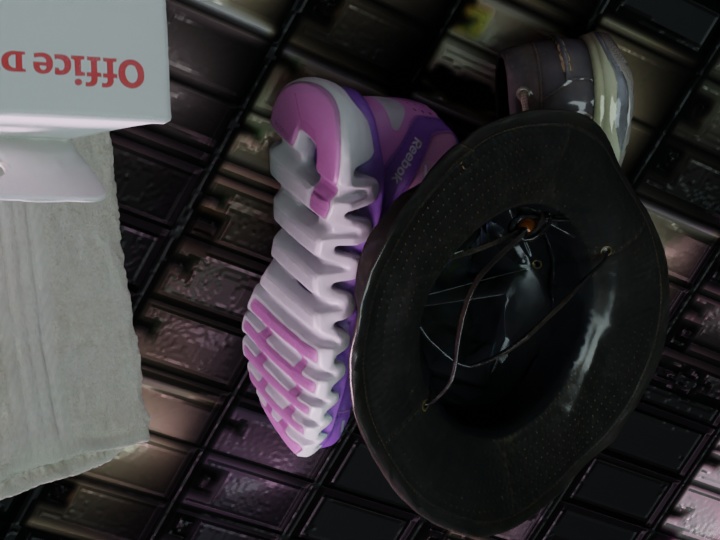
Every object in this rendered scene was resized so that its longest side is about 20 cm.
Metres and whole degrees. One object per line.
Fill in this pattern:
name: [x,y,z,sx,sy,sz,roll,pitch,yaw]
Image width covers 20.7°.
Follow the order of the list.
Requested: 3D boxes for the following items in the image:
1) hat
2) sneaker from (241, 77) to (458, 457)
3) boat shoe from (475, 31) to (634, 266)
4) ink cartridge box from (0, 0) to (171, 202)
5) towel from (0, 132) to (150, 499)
hat: [0.049,0.018,0.902,0.200,0.081,0.201,-16,115,-38]
sneaker: [0.000,0.000,0.952,0.088,0.080,0.201,-10,125,-32]
boat shoe: [0.080,-0.024,0.975,0.073,0.075,0.201,4,110,-9]
ink cartridge box: [-0.158,-0.122,0.720,0.128,0.125,0.201,0,87,-43]
towel: [-0.152,-0.004,0.844,0.132,0.034,0.201,-14,100,-54]
